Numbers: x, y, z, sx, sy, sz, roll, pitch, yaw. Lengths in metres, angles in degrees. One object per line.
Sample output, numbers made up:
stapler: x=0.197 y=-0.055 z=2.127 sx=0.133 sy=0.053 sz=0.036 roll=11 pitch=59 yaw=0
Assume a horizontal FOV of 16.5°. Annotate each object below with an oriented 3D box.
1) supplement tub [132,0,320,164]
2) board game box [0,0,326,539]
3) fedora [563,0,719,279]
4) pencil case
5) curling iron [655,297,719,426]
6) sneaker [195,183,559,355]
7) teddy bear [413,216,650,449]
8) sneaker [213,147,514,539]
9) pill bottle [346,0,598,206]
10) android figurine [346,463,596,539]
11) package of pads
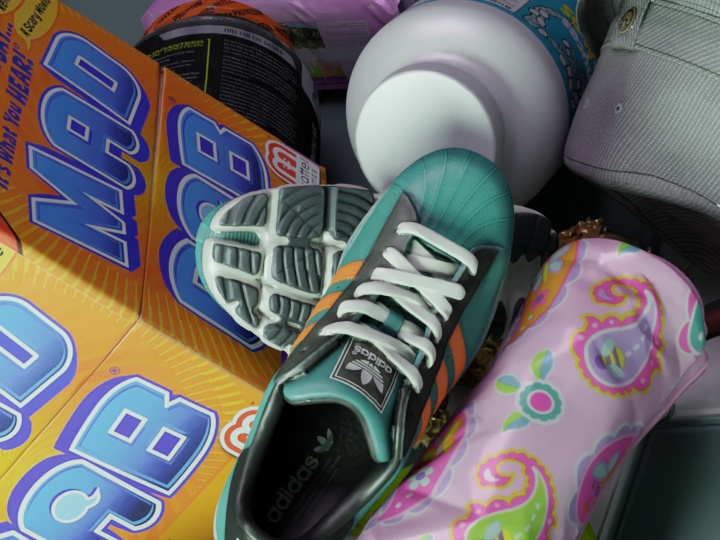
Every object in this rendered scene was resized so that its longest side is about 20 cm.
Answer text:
supplement tub: x=-0.082 y=-0.054 z=1.329 sx=0.122 sy=0.123 sz=0.201 roll=-18 pitch=35 yaw=14
board game box: x=-0.151 y=0.025 z=1.137 sx=0.200 sy=0.199 sz=0.201 roll=-47 pitch=24 yaw=27
fedora: x=0.163 y=-0.054 z=1.137 sx=0.091 sy=0.177 sz=0.200 roll=-57 pitch=30 yaw=-8
pencil case: x=0.068 y=0.080 z=1.012 sx=0.087 sy=0.088 sz=0.200 roll=8 pitch=51 yaw=41
curling iron: x=0.190 y=0.015 z=1.069 sx=0.199 sy=0.026 sz=0.050 roll=-26 pitch=43 yaw=24
sneaker: x=0.000 y=0.000 z=1.089 sx=0.079 sy=0.078 sz=0.199 roll=14 pitch=6 yaw=44
teddy bear: x=0.052 y=0.028 z=1.192 sx=0.199 sy=0.067 sz=0.145 roll=-16 pitch=41 yaw=4
sneaker: x=0.008 y=0.038 z=0.986 sx=0.201 sy=0.071 sz=0.080 roll=-62 pitch=2 yaw=-10
pill bottle: x=0.059 y=-0.088 z=1.233 sx=0.110 sy=0.112 sz=0.200 roll=-11 pitch=14 yaw=22
android figurine: x=0.027 y=0.146 z=1.063 sx=0.181 sy=0.041 sz=0.201 roll=1 pitch=44 yaw=35
package of pads: x=-0.021 y=-0.165 z=1.478 sx=0.199 sy=0.076 sz=0.121 roll=1 pitch=44 yaw=35
